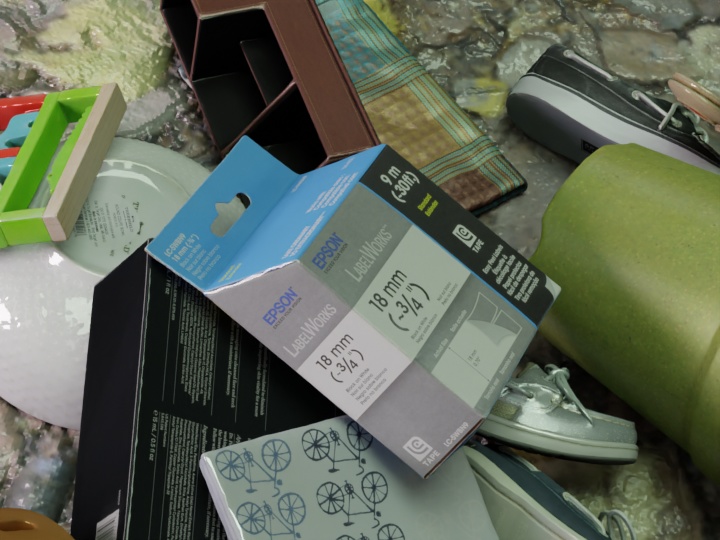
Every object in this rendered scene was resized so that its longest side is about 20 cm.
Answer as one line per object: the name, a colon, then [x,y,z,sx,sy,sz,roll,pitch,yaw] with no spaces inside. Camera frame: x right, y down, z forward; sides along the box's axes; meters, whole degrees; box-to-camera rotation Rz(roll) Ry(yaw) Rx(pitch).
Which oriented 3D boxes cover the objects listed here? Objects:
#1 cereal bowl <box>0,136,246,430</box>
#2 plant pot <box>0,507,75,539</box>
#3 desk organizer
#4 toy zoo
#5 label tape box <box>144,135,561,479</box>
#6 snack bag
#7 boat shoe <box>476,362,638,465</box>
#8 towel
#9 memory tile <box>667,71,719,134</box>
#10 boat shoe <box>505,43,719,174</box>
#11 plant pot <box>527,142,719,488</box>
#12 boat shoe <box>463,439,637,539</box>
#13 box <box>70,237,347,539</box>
cereal bowl: [-0.147,-0.006,1.506,0.200,0.083,0.200,7,52,-9]
plant pot: [-0.213,0.204,1.268,0.140,0.200,0.200,-14,55,-44]
desk organizer: [-0.060,-0.124,1.603,0.077,0.072,0.200,-12,57,-18]
toy zoo: [-0.249,-0.055,1.501,0.200,0.020,0.131,-6,38,20]
label tape box: [0.000,0.000,1.402,0.200,0.063,0.144,39,37,-3]
snack bag: [0.014,0.174,1.359,0.188,0.021,0.200,-10,77,-43]
boat shoe: [0.073,0.065,1.497,0.202,0.074,0.065,20,87,11]
towel: [-0.004,-0.097,1.652,0.147,0.022,0.200,-28,63,-29]
memory tile: [0.285,-0.057,1.585,0.153,0.200,0.017,37,95,43]
boat shoe: [0.195,-0.085,1.655,0.199,0.074,0.068,29,65,22]
plant pot: [0.204,0.017,1.516,0.184,0.201,0.200,31,51,27]
boat shoe: [0.118,0.167,1.434,0.062,0.075,0.200,-10,38,-46]
box: [-0.079,0.101,1.389,0.141,0.079,0.200,17,59,-25]
